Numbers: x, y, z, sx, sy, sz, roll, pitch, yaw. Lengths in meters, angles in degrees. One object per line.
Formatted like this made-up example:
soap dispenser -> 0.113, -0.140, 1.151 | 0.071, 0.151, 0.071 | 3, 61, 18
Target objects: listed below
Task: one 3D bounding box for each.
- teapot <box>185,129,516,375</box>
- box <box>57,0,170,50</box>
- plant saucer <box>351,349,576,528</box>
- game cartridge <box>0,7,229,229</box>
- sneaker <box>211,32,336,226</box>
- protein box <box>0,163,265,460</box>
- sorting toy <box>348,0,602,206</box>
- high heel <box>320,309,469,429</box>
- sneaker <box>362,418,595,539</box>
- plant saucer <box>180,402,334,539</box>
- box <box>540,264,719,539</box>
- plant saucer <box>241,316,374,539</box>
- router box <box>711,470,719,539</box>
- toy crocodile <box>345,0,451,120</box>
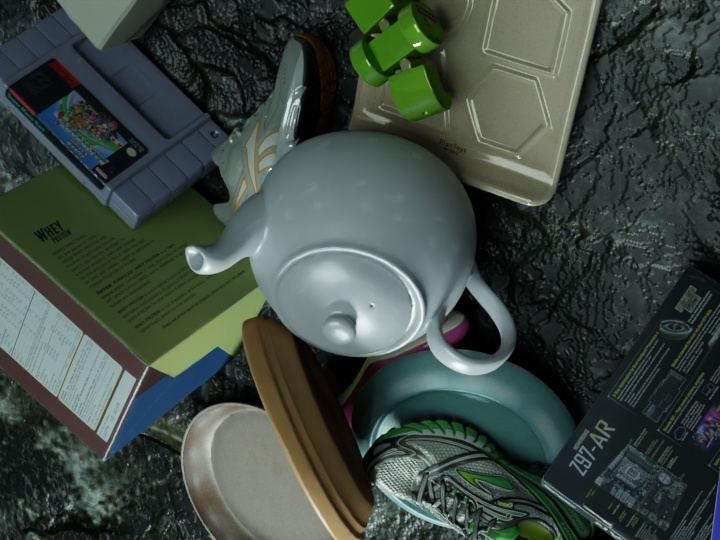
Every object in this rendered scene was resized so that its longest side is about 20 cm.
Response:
teapot -> 0.000, 0.000, 1.075 | 0.199, 0.147, 0.198 | -13, 130, 22
box -> -0.176, -0.284, 1.155 | 0.082, 0.068, 0.200 | 51, 124, 3
plant saucer -> 0.086, 0.153, 1.164 | 0.199, 0.027, 0.201 | 8, 126, 11
game cartridge -> -0.223, -0.141, 1.200 | 0.200, 0.130, 0.038 | 44, 143, 7
sneaker -> -0.083, -0.110, 1.163 | 0.092, 0.076, 0.201 | 22, 117, 16
protein box -> -0.217, 0.017, 1.209 | 0.200, 0.198, 0.135 | 40, 130, 10
sorting toy -> 0.090, -0.171, 1.075 | 0.184, 0.036, 0.201 | 21, 113, 21
high heel -> 0.033, 0.106, 1.196 | 0.199, 0.067, 0.096 | -30, 106, 28
sneaker -> 0.096, 0.185, 1.113 | 0.199, 0.085, 0.078 | 18, 128, 4
plant saucer -> -0.085, 0.209, 1.304 | 0.199, 0.032, 0.201 | 18, 123, 29
box -> 0.254, 0.122, 1.017 | 0.160, 0.044, 0.200 | 34, 82, 13
plant saucer -> -0.037, 0.124, 1.110 | 0.037, 0.200, 0.201 | -26, 96, 2
router box -> 0.334, 0.172, 0.962 | 0.049, 0.178, 0.201 | -158, 70, -65
toy crocodile -> 0.013, -0.209, 1.054 | 0.067, 0.062, 0.201 | -32, 84, 32
